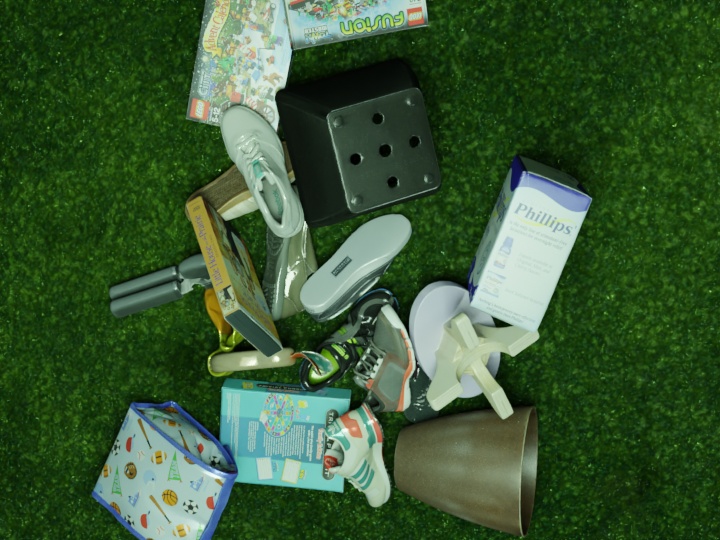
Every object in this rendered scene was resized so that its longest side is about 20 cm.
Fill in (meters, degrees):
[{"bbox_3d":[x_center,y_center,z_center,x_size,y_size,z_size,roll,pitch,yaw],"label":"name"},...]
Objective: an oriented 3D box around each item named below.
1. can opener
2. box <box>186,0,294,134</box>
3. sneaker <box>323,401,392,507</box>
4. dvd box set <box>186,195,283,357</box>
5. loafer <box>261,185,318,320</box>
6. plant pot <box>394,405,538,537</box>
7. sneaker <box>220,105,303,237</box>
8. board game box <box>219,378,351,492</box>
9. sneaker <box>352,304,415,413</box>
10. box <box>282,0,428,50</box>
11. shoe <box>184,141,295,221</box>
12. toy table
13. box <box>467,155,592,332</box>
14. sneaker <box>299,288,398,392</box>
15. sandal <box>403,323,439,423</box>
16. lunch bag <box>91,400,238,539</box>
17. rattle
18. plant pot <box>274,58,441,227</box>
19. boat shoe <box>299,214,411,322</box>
[{"bbox_3d":[-0.287,0.013,1.705,0.197,0.053,0.067,-20,141,11],"label":"can opener"},{"bbox_3d":[-0.166,-0.303,1.636,0.134,0.038,0.204,12,103,-1],"label":"box"},{"bbox_3d":[-0.011,0.287,1.717,0.092,0.071,0.202,-19,131,-14],"label":"sneaker"},{"bbox_3d":[-0.177,0.009,1.606,0.029,0.147,0.202,-28,56,7],"label":"dvd box set"},{"bbox_3d":[-0.100,-0.025,1.691,0.069,0.075,0.204,3,105,-29],"label":"loafer"},{"bbox_3d":[0.155,0.288,1.704,0.196,0.187,0.191,4,104,17],"label":"plant pot"},{"bbox_3d":[-0.138,-0.144,1.595,0.074,0.088,0.202,-28,86,6],"label":"sneaker"},{"bbox_3d":[-0.117,0.253,1.761,0.196,0.047,0.154,5,104,1],"label":"board game box"},{"bbox_3d":[0.030,0.142,1.674,0.081,0.077,0.203,-17,130,-17],"label":"sneaker"},{"bbox_3d":[-0.009,-0.379,1.591,0.196,0.035,0.112,-12,103,-8],"label":"box"},{"bbox_3d":[-0.164,-0.125,1.677,0.198,0.053,0.071,-28,66,3],"label":"shoe"},{"bbox_3d":[0.157,0.119,1.641,0.184,0.117,0.200,-43,121,-1],"label":"toy table"},{"bbox_3d":[0.232,-0.043,1.606,0.103,0.184,0.203,21,103,-1],"label":"box"},{"bbox_3d":[-0.015,0.112,1.704,0.071,0.083,0.200,44,101,-8],"label":"sneaker"},{"bbox_3d":[0.105,0.139,1.723,0.074,0.048,0.205,5,104,2],"label":"sandal"},{"bbox_3d":[-0.280,0.320,1.718,0.199,0.123,0.172,33,106,31],"label":"lunch bag"},{"bbox_3d":[-0.133,0.087,1.674,0.198,0.129,0.146,-11,67,42],"label":"rattle"},{"bbox_3d":[0.010,-0.170,1.564,0.196,0.177,0.203,-16,102,-10],"label":"plant pot"},{"bbox_3d":[0.000,0.000,1.687,0.200,0.068,0.072,-44,55,-8],"label":"boat shoe"}]
